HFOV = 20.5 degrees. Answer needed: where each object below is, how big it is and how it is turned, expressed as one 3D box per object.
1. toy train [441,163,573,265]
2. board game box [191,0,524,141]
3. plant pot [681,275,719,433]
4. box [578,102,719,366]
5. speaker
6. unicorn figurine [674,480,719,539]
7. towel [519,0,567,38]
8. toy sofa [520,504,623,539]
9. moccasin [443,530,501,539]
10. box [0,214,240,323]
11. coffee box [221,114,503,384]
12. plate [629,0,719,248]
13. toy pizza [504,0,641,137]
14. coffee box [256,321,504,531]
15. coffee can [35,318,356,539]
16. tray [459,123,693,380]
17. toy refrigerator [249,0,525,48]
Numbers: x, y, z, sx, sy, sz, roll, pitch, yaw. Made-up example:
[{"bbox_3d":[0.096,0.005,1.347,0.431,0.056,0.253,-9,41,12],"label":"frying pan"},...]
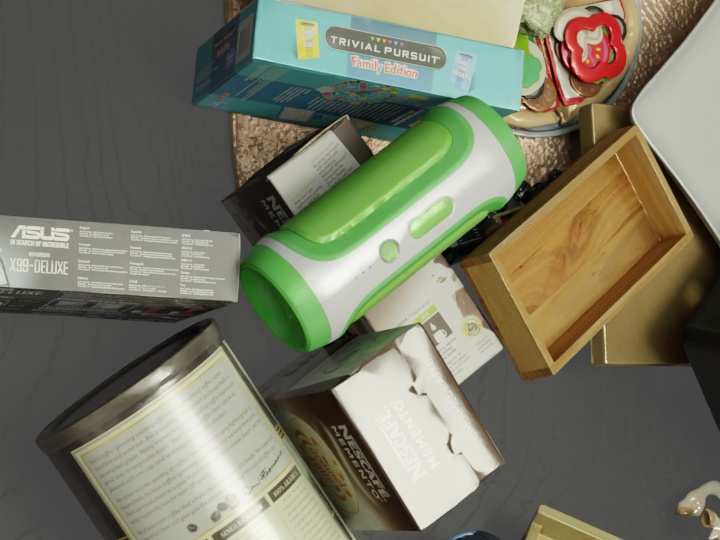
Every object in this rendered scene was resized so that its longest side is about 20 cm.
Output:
[{"bbox_3d":[0.116,-0.040,1.494,0.199,0.034,0.046,-19,76,-40],"label":"toy train"},{"bbox_3d":[-0.005,-0.138,1.426,0.198,0.151,0.047,9,80,-20],"label":"board game box"},{"bbox_3d":[0.358,0.064,1.475,0.200,0.176,0.200,-51,129,-29],"label":"plant pot"},{"bbox_3d":[0.239,-0.026,1.554,0.162,0.021,0.202,2,83,-35],"label":"box"},{"bbox_3d":[0.016,-0.032,1.331,0.200,0.088,0.089,-38,97,-20],"label":"speaker"},{"bbox_3d":[0.318,0.205,1.557,0.136,0.074,0.202,-4,99,-31],"label":"unicorn figurine"},{"bbox_3d":[0.091,-0.279,1.517,0.199,0.037,0.149,35,70,0],"label":"towel"},{"bbox_3d":[0.126,0.281,1.439,0.082,0.098,0.201,23,53,4],"label":"toy sofa"},{"bbox_3d":[0.020,0.250,1.427,0.199,0.068,0.081,-21,105,1],"label":"moccasin"},{"bbox_3d":[-0.197,0.000,1.332,0.198,0.158,0.050,4,82,-20],"label":"box"},{"bbox_3d":[0.000,0.000,1.431,0.080,0.113,0.201,-38,98,-21],"label":"coffee box"},{"bbox_3d":[0.305,-0.110,1.580,0.200,0.032,0.200,52,59,-19],"label":"plate"},{"bbox_3d":[0.135,-0.205,1.551,0.198,0.032,0.202,3,83,-21],"label":"toy pizza"},{"bbox_3d":[0.003,0.111,1.371,0.079,0.200,0.115,-35,96,-21],"label":"coffee box"},{"bbox_3d":[-0.106,0.156,1.353,0.146,0.146,0.201,-35,96,-21],"label":"coffee can"},{"bbox_3d":[0.160,-0.016,1.450,0.200,0.037,0.099,-40,106,-40],"label":"tray"},{"bbox_3d":[0.019,-0.204,1.446,0.198,0.076,0.071,13,93,0],"label":"toy refrigerator"}]
